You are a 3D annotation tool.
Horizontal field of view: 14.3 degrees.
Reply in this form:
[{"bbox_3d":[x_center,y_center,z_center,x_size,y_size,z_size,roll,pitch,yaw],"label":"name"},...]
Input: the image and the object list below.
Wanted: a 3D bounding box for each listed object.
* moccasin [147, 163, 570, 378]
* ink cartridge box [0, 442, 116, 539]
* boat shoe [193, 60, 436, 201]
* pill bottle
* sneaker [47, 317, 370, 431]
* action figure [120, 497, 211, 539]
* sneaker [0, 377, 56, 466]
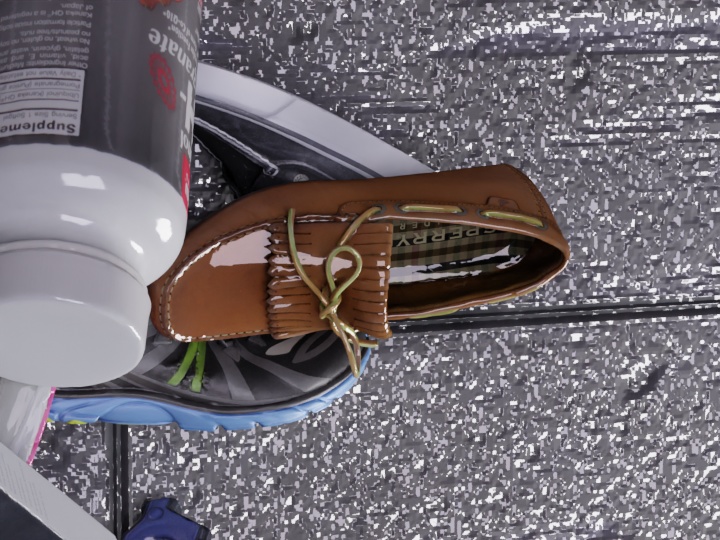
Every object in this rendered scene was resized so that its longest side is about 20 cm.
[{"bbox_3d":[0.000,0.001,1.334,0.201,0.078,0.074,-5,121,-22],"label":"moccasin"},{"bbox_3d":[-0.189,0.108,1.217,0.099,0.039,0.200,-31,139,11],"label":"ink cartridge box"},{"bbox_3d":[-0.031,-0.043,1.385,0.200,0.072,0.068,27,85,-31],"label":"boat shoe"},{"bbox_3d":[-0.128,-0.055,1.254,0.111,0.111,0.200,16,58,-24],"label":"pill bottle"},{"bbox_3d":[-0.087,0.030,1.368,0.199,0.071,0.083,2,103,-20],"label":"sneaker"},{"bbox_3d":[-0.088,0.215,1.350,0.105,0.193,0.200,94,18,-44],"label":"action figure"},{"bbox_3d":[-0.210,0.088,1.296,0.088,0.081,0.200,39,107,-14],"label":"sneaker"}]
